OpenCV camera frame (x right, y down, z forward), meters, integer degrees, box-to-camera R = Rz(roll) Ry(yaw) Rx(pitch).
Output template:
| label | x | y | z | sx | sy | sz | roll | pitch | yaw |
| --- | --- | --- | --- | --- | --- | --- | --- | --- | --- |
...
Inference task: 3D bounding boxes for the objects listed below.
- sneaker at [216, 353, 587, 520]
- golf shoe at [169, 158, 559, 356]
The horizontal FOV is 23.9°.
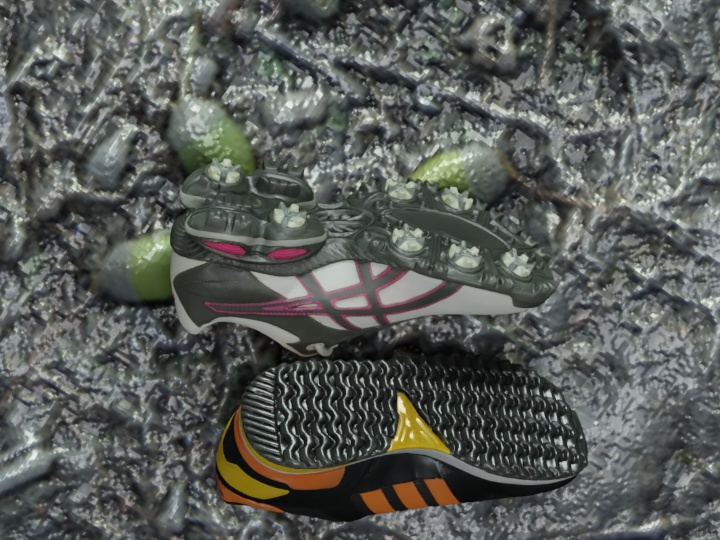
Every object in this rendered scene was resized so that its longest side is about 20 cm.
| label | x | y | z | sx | sy | sz | roll | pitch | yaw |
| --- | --- | --- | --- | --- | --- | --- | --- | --- | --- |
| sneaker | 0.019 | 0.094 | 0.894 | 0.199 | 0.070 | 0.090 | 4 | 148 | -25 |
| golf shoe | 0.000 | 0.000 | 0.878 | 0.199 | 0.077 | 0.088 | 10 | 124 | -8 |
